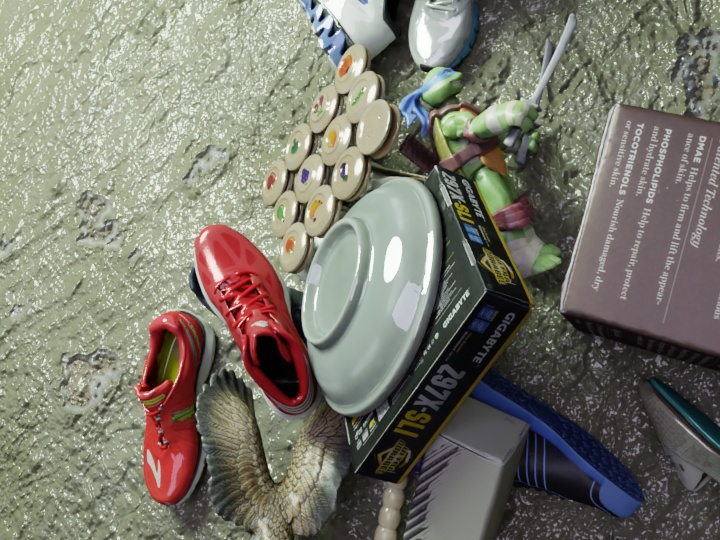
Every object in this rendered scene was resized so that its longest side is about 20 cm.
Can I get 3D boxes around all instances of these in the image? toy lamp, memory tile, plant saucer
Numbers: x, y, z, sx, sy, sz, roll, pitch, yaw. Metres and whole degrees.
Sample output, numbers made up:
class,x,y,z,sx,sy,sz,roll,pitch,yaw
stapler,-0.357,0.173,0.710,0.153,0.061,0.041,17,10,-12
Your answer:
class,x,y,z,sx,sy,sz,roll,pitch,yaw
toy lamp,0.025,0.237,0.756,0.057,0.058,0.205,12,87,20
memory tile,-0.036,-0.108,0.779,0.201,0.017,0.155,-51,40,30
plant saucer,-0.005,0.015,0.663,0.200,0.049,0.204,-46,35,45

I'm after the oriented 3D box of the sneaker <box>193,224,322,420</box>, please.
class,x,y,z,sx,sy,sz,roll,pitch,yaw
sneaker,-0.091,0.033,0.717,0.077,0.116,0.202,-32,80,-11

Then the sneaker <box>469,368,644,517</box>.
class,x,y,z,sx,sy,sz,roll,pitch,yaw
sneaker,0.152,0.165,0.719,0.198,0.070,0.079,36,108,21

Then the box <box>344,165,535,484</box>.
class,x,y,z,sx,sy,sz,roll,pitch,yaw
box,0.046,0.044,0.649,0.202,0.048,0.161,-58,26,29

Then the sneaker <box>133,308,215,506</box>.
class,x,y,z,sx,sy,sz,roll,pitch,yaw
sneaker,-0.206,0.142,0.836,0.075,0.085,0.206,0,82,20

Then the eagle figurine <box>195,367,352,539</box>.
class,x,y,z,sx,sy,sz,roll,pitch,yaw
eagle figurine,-0.079,0.199,0.763,0.148,0.150,0.206,4,89,40

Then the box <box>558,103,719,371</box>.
class,x,y,z,sx,sy,sz,roll,pitch,yaw
box,0.278,-0.012,0.640,0.196,0.166,0.168,15,87,20

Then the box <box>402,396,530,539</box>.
class,x,y,z,sx,sy,sz,roll,pitch,yaw
box,0.081,0.219,0.687,0.067,0.082,0.205,20,112,22

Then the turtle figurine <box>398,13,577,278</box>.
class,x,y,z,sx,sy,sz,roll,pitch,yaw
turtle figurine,0.147,-0.105,0.707,0.196,0.144,0.198,-22,95,-15

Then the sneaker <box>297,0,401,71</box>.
class,x,y,z,sx,sy,sz,roll,pitch,yaw
sneaker,-0.014,-0.304,0.839,0.114,0.080,0.202,-31,80,9

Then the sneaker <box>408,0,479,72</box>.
class,x,y,z,sx,sy,sz,roll,pitch,yaw
sneaker,0.088,-0.300,0.792,0.073,0.086,0.205,15,89,19

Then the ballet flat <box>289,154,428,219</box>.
class,x,y,z,sx,sy,sz,roll,pitch,yaw
ballet flat,0.004,-0.082,0.802,0.195,0.069,0.071,13,87,21

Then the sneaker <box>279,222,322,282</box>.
class,x,y,z,sx,sy,sz,roll,pitch,yaw
sneaker,0.000,0.000,0.788,0.196,0.071,0.075,22,90,21

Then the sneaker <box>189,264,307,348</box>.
class,x,y,z,sx,sy,sz,roll,pitch,yaw
sneaker,-0.093,0.044,0.811,0.196,0.081,0.076,19,89,21

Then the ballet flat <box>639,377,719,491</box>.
class,x,y,z,sx,sy,sz,roll,pitch,yaw
ballet flat,0.302,0.173,0.661,0.199,0.067,0.063,40,106,20
